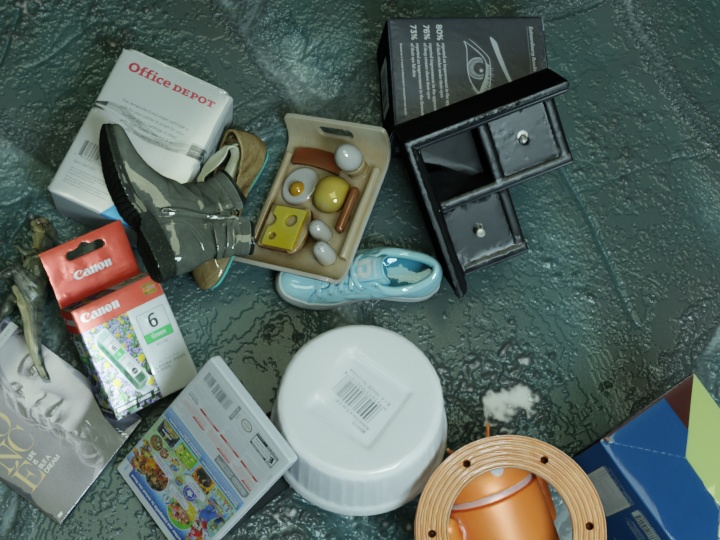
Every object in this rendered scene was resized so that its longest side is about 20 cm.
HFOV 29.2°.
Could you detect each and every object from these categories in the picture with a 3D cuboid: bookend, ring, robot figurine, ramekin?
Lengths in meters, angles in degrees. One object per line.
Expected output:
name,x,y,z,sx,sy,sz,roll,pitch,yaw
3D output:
bookend,0.164,-0.102,1.608,0.198,0.092,0.201,-20,110,-1
ring,0.156,0.272,1.447,0.200,0.019,0.201,0,72,1
robot figurine,0.151,0.275,1.529,0.143,0.117,0.201,-20,94,-1
ramekin,-0.001,0.157,1.508,0.200,0.098,0.201,1,63,-2

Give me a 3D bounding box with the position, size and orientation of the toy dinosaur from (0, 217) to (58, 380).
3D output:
toy dinosaur,-0.393,0.024,1.584,0.088,0.047,0.201,5,69,-17

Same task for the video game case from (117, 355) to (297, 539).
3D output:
video game case,-0.170,0.209,1.501,0.143,0.018,0.200,50,119,15

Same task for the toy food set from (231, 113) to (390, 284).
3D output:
toy food set,-0.062,-0.086,1.627,0.143,0.060,0.201,12,69,28

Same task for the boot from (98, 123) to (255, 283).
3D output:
boot,-0.207,-0.088,1.564,0.130,0.068,0.200,-21,78,-24

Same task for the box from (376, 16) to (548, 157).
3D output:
box,0.126,-0.224,1.699,0.199,0.104,0.149,0,74,-7

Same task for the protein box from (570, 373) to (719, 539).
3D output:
protein box,0.344,0.250,1.529,0.135,0.200,0.199,-32,79,-15

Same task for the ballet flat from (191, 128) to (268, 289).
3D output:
ballet flat,-0.169,-0.079,1.623,0.068,0.072,0.201,6,68,42

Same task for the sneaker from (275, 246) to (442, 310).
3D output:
sneaker,0.000,0.000,1.628,0.199,0.082,0.074,-5,73,-8

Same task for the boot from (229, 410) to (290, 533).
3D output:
boot,-0.072,0.230,1.554,0.200,0.066,0.165,-30,66,-20

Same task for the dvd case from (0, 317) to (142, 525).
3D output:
dvd case,-0.371,0.169,1.568,0.200,0.016,0.149,36,73,5

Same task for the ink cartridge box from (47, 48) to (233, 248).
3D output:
ink cartridge box,-0.256,-0.138,1.639,0.145,0.084,0.200,24,73,2

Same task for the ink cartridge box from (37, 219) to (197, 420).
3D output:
ink cartridge box,-0.270,0.054,1.549,0.109,0.050,0.201,-26,103,-24
